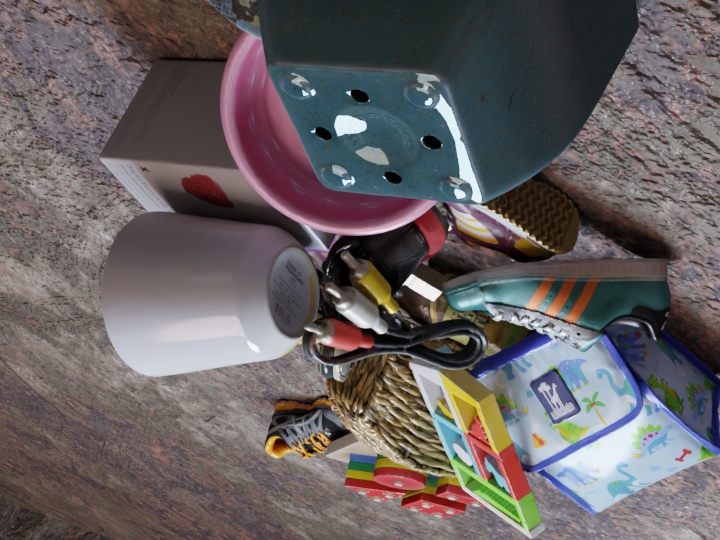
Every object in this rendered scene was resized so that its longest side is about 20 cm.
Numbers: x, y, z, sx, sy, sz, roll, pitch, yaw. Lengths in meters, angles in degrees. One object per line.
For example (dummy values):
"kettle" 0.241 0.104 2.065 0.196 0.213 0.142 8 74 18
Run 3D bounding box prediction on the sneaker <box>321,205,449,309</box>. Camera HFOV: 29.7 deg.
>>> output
"sneaker" 0.000 0.000 1.214 0.071 0.098 0.200 48 150 -1

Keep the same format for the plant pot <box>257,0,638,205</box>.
"plant pot" 0.042 -0.155 0.847 0.196 0.200 0.196 8 146 26

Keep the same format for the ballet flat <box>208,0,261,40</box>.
"ballet flat" -0.090 -0.228 0.956 0.200 0.074 0.074 43 166 30

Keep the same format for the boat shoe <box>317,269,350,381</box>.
"boat shoe" -0.038 0.051 1.355 0.068 0.200 0.072 1 116 -3

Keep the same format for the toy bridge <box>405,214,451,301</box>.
"toy bridge" 0.049 0.002 1.293 0.067 0.027 0.200 30 128 -14

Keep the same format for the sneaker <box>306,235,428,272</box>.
"sneaker" -0.033 -0.049 1.333 0.200 0.073 0.114 16 151 21

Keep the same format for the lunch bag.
"lunch bag" 0.227 0.126 1.318 0.200 0.128 0.170 40 128 -21

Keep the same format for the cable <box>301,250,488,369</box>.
"cable" 0.030 0.059 1.151 0.200 0.097 0.050 28 -177 -34

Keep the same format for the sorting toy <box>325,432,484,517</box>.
"sorting toy" 0.075 0.273 1.818 0.199 0.070 0.200 17 158 -18

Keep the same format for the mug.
"mug" -0.112 0.015 1.204 0.153 0.187 0.150 -2 102 32

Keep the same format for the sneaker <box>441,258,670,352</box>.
"sneaker" 0.172 0.033 1.183 0.200 0.080 0.071 -3 176 0

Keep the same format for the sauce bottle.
"sauce bottle" 0.095 0.038 1.388 0.200 0.065 0.065 22 156 5

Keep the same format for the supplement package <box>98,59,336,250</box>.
"supplement package" -0.110 -0.107 1.228 0.200 0.120 0.121 7 150 36

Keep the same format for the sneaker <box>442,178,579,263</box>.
"sneaker" 0.091 -0.066 1.167 0.200 0.075 0.090 37 149 -22

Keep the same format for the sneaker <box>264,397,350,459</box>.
"sneaker" -0.064 0.232 1.934 0.078 0.077 0.200 40 151 -25

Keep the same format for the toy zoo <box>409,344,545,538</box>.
"toy zoo" 0.110 0.159 1.339 0.131 0.020 0.200 28 145 58

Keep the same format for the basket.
"basket" 0.052 0.134 1.465 0.200 0.143 0.149 27 176 -35

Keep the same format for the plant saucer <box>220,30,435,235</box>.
"plant saucer" -0.009 -0.128 1.068 0.200 0.051 0.201 5 113 12
